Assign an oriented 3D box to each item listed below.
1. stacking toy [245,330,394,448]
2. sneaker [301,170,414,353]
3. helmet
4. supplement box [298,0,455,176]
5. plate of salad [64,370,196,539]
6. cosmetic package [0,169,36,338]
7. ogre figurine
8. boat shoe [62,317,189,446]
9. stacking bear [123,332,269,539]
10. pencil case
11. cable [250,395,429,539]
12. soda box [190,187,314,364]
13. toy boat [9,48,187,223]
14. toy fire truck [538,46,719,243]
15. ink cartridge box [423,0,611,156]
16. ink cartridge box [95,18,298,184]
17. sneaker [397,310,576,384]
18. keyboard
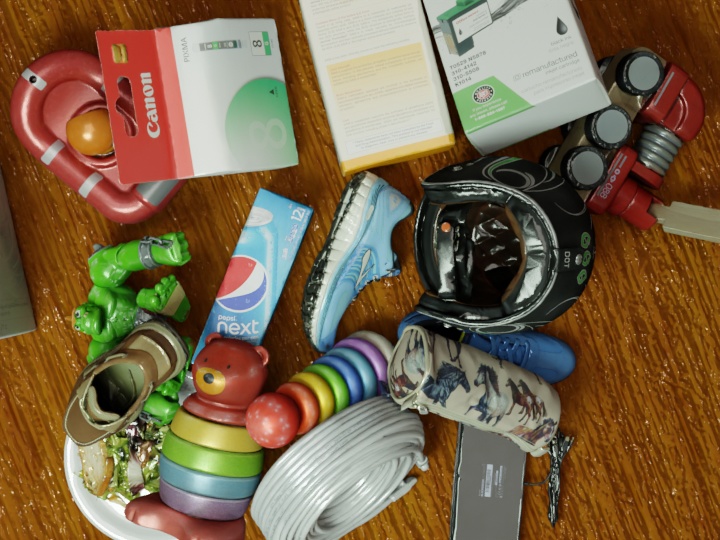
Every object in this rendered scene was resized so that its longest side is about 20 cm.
[{"bbox_3d":[-0.044,0.127,1.295,0.085,0.200,0.086,13,111,36],"label":"stacking toy"},{"bbox_3d":[0.000,0.000,1.359,0.090,0.078,0.201,22,96,-13],"label":"sneaker"},{"bbox_3d":[0.140,-0.026,1.300,0.199,0.191,0.201,2,97,17],"label":"helmet"},{"bbox_3d":[0.016,-0.213,1.359,0.126,0.074,0.201,-14,91,-1],"label":"supplement box"},{"bbox_3d":[-0.221,0.203,1.368,0.199,0.048,0.201,0,89,-1],"label":"plate of salad"},{"bbox_3d":[-0.427,-0.018,1.287,0.122,0.199,0.201,-14,91,-1],"label":"cosmetic package"},{"bbox_3d":[-0.235,0.054,1.328,0.120,0.098,0.201,13,127,29],"label":"ogre figurine"},{"bbox_3d":[-0.249,0.120,1.265,0.076,0.074,0.200,44,129,-1],"label":"boat shoe"},{"bbox_3d":[-0.147,0.166,1.288,0.121,0.114,0.201,17,97,27],"label":"stacking bear"},{"bbox_3d":[0.118,0.128,1.305,0.200,0.078,0.090,23,65,-29],"label":"pencil case"},{"bbox_3d":[-0.020,0.209,1.298,0.200,0.200,0.069,-34,66,-18],"label":"cable"},{"bbox_3d":[-0.114,0.016,1.360,0.064,0.068,0.201,21,90,-2],"label":"soda box"},{"bbox_3d":[-0.275,-0.144,1.324,0.200,0.131,0.131,40,89,-1],"label":"toy boat"},{"bbox_3d":[0.321,-0.118,1.352,0.200,0.129,0.176,31,89,-13],"label":"toy fire truck"},{"bbox_3d":[0.154,-0.242,1.312,0.146,0.084,0.201,-22,70,15],"label":"ink cartridge box"},{"bbox_3d":[-0.165,-0.178,1.315,0.200,0.050,0.162,-10,91,-42],"label":"ink cartridge box"},{"bbox_3d":[0.137,0.087,1.362,0.199,0.078,0.066,12,88,-3],"label":"sneaker"},{"bbox_3d":[0.165,0.231,1.392,0.127,0.021,0.201,5,91,4],"label":"keyboard"}]
